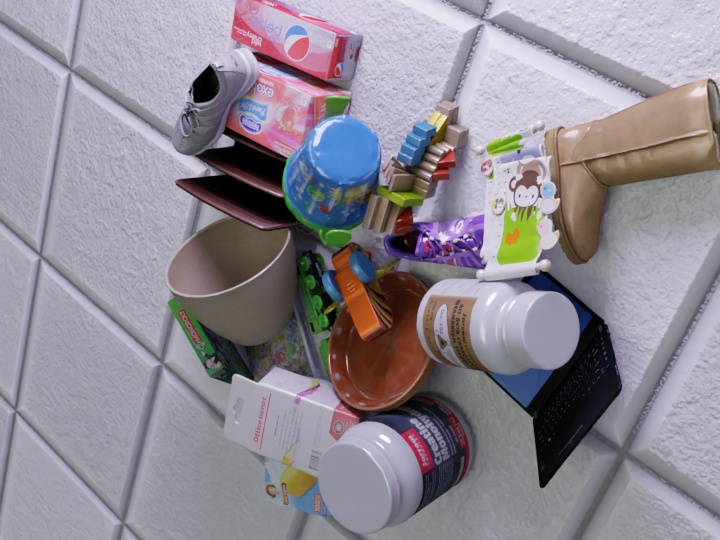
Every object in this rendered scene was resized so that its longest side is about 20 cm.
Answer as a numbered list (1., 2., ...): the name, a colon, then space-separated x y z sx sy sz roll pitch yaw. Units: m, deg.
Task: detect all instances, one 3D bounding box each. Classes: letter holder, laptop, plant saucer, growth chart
1. letter holder: -0.164 -0.146 1.357 0.199 0.142 0.101 28 117 31
2. laptop: 0.223 0.127 1.135 0.103 0.201 0.178 23 121 -8
3. plant saucer: 0.036 0.100 1.277 0.199 0.032 0.202 -21 58 36
4. growth chart: 0.186 -0.082 1.095 0.144 0.018 0.202 -25 57 55

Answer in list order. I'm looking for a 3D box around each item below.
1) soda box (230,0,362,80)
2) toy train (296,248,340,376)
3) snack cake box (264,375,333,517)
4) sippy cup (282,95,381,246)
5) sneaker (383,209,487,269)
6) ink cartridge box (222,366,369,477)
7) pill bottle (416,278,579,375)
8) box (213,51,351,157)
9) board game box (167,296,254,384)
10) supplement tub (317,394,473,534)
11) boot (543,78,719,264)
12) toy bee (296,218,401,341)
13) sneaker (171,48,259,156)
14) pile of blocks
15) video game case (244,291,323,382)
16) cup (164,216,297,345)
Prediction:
1. soda box: -0.095 -0.336 1.309 0.199 0.063 0.071 29 117 30
2. toy train: -0.058 0.067 1.390 0.056 0.041 0.202 -22 86 50
3. snack cake box: -0.086 0.270 1.419 0.114 0.067 0.202 8 109 18
4. sippy cup: -0.030 -0.133 1.193 0.179 0.139 0.130 55 162 7
5. sneaker: 0.117 -0.032 1.197 0.199 0.083 0.082 -3 98 38
6. ink cartridge box: -0.094 0.219 1.332 0.198 0.067 0.118 18 111 13
7. pill bottle: 0.167 0.068 1.122 0.199 0.113 0.116 1 102 59
8. box: -0.123 -0.242 1.333 0.199 0.094 0.103 30 118 30
9. board game box: -0.235 0.116 1.457 0.029 0.200 0.135 -33 76 -1
10. supplement tub: 0.051 0.261 1.242 0.139 0.199 0.142 10 107 36
11. boot: 0.312 -0.106 1.033 0.199 0.066 0.177 -10 92 39
12. toy bee: 0.000 0.000 1.281 0.130 0.108 0.202 -12 84 26
13. sneaker: -0.228 -0.241 1.302 0.075 0.082 0.200 54 128 16
14. pile of blocks: 0.079 -0.128 1.171 0.062 0.082 0.201 29 88 31
15. video game case: -0.133 0.126 1.476 0.142 0.018 0.202 -17 90 40
16. cup: -0.174 0.027 1.372 0.199 0.201 0.144 8 134 37
